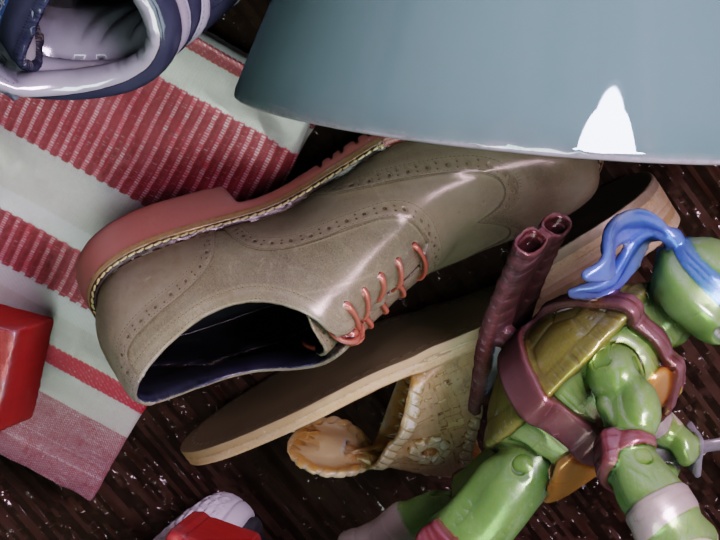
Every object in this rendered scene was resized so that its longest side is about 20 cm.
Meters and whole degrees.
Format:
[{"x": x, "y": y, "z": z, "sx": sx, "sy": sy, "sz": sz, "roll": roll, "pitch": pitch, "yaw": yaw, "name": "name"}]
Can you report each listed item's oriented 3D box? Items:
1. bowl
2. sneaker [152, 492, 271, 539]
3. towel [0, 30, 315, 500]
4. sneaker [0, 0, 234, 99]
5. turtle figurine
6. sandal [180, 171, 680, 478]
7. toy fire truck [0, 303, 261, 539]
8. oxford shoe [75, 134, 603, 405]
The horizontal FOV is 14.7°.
[{"x": 0.061, "y": -0.099, "z": 0.922, "sx": 0.200, "sy": 0.201, "sz": 0.105, "roll": 5, "pitch": 100, "yaw": 2, "name": "bowl"}, {"x": -0.074, "y": 0.195, "z": 1.104, "sx": 0.114, "sy": 0.075, "sz": 0.200, "roll": 36, "pitch": 98, "yaw": 11, "name": "sneaker"}, {"x": -0.120, "y": -0.021, "z": 1.060, "sx": 0.144, "sy": 0.023, "sz": 0.200, "roll": 29, "pitch": 115, "yaw": -8, "name": "towel"}, {"x": -0.137, "y": -0.125, "z": 0.937, "sx": 0.200, "sy": 0.109, "sz": 0.070, "roll": 22, "pitch": 125, "yaw": 3, "name": "sneaker"}, {"x": 0.091, "y": 0.092, "z": 0.983, "sx": 0.194, "sy": 0.144, "sz": 0.200, "roll": -37, "pitch": 128, "yaw": 18, "name": "turtle figurine"}, {"x": 0.037, "y": 0.046, "z": 1.048, "sx": 0.212, "sy": 0.078, "sz": 0.070, "roll": -30, "pitch": 102, "yaw": 14, "name": "sandal"}, {"x": -0.114, "y": 0.126, "z": 1.047, "sx": 0.141, "sy": 0.049, "sz": 0.200, "roll": 18, "pitch": 98, "yaw": 8, "name": "toy fire truck"}, {"x": 0.000, "y": 0.000, "z": 1.012, "sx": 0.200, "sy": 0.075, "sz": 0.070, "roll": -20, "pitch": 140, "yaw": 1, "name": "oxford shoe"}]
